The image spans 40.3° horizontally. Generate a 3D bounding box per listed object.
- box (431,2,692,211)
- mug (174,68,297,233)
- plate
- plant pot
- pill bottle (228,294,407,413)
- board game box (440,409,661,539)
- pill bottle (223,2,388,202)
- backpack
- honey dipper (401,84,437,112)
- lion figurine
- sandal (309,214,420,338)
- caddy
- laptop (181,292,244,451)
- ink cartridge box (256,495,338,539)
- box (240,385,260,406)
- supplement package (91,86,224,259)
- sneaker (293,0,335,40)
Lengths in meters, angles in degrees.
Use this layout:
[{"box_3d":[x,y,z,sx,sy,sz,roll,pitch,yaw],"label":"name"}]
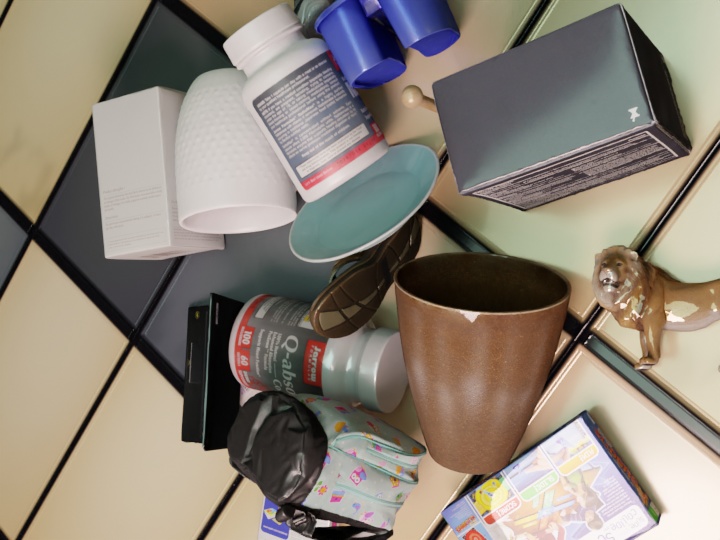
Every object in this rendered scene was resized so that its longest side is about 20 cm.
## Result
[{"box_3d":[0.206,-0.153,0.983,0.197,0.198,0.125,-19,81,25],"label":"box"},{"box_3d":[-0.131,-0.150,1.207,0.196,0.148,0.179,-5,81,-3],"label":"mug"},{"box_3d":[0.007,-0.073,1.123,0.198,0.202,0.026,-17,124,27],"label":"plate"},{"box_3d":[0.124,0.106,1.048,0.184,0.186,0.204,11,111,27],"label":"plant pot"},{"box_3d":[-0.047,0.100,1.159,0.197,0.115,0.118,9,93,28],"label":"pill bottle"},{"box_3d":[0.202,0.263,1.058,0.199,0.034,0.136,-39,81,22],"label":"board game box"},{"box_3d":[-0.065,-0.192,1.114,0.119,0.120,0.202,-29,99,24],"label":"pill bottle"},{"box_3d":[-0.025,0.207,1.046,0.128,0.198,0.167,-59,36,6],"label":"backpack"},{"box_3d":[0.092,-0.172,1.043,0.037,0.199,0.039,-1,88,26],"label":"honey dipper"},{"box_3d":[0.334,0.037,0.992,0.196,0.072,0.125,2,77,14],"label":"lion figurine"},{"box_3d":[0.000,0.000,1.108,0.054,0.201,0.083,18,141,30],"label":"sandal"},{"box_3d":[0.029,-0.279,1.086,0.140,0.200,0.106,-26,91,15],"label":"caddy"},{"box_3d":[-0.200,0.126,1.206,0.198,0.102,0.181,-6,79,48],"label":"laptop"},{"box_3d":[-0.067,0.258,1.167,0.093,0.037,0.204,12,98,25],"label":"ink cartridge box"},{"box_3d":[-0.092,0.204,1.224,0.042,0.039,0.200,-48,69,20],"label":"box"},{"box_3d":[-0.262,-0.122,1.277,0.115,0.117,0.204,-7,86,29],"label":"supplement package"},{"box_3d":[-0.062,-0.357,1.202,0.113,0.075,0.202,36,100,24],"label":"sneaker"}]
